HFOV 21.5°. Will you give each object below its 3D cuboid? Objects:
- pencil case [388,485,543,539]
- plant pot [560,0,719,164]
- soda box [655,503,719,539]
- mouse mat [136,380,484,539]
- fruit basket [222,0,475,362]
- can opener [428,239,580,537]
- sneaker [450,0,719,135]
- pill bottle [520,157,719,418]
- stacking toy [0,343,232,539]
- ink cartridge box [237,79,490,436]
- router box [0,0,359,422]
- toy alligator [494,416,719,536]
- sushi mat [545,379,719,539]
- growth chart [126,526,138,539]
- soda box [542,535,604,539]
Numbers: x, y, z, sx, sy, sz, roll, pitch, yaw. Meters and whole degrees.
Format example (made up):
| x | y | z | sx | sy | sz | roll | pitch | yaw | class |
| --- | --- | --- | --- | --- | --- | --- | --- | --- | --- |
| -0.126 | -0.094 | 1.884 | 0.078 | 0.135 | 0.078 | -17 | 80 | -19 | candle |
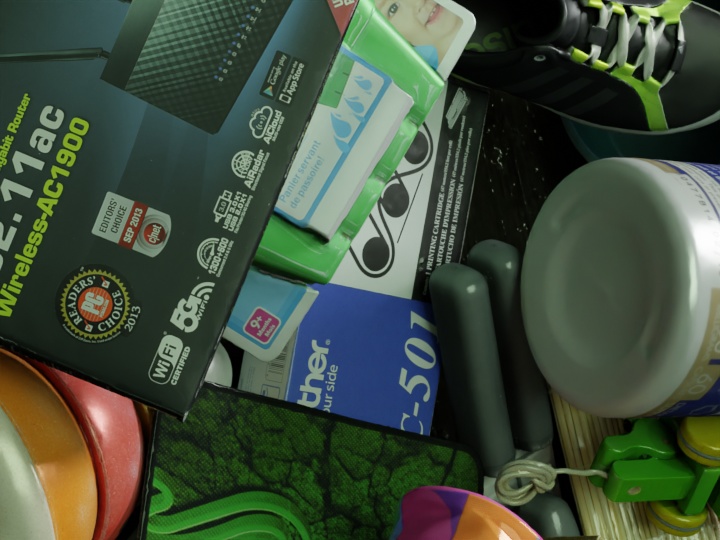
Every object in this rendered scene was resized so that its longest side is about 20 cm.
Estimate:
| x | y | z | sx | sy | sz | roll | pitch | yaw | class |
| --- | --- | --- | --- | --- | --- | --- | --- | --- | --- |
| 0.013 | 0.188 | 0.787 | 0.088 | 0.088 | 0.200 | 42 | 58 | -16 | pencil case |
| 0.241 | -0.108 | 1.042 | 0.188 | 0.200 | 0.201 | 23 | 69 | -40 | plant pot |
| 0.175 | 0.074 | 1.026 | 0.063 | 0.070 | 0.201 | 13 | 74 | -24 | soda box |
| -0.020 | 0.143 | 0.858 | 0.199 | 0.008 | 0.162 | 16 | 73 | -37 | mouse mat |
| -0.072 | -0.086 | 0.823 | 0.200 | 0.094 | 0.186 | 33 | 85 | -18 | fruit basket |
| 0.081 | 0.082 | 0.947 | 0.053 | 0.066 | 0.201 | -30 | 119 | -32 | can opener |
| 0.098 | -0.107 | 0.908 | 0.199 | 0.083 | 0.072 | 9 | 95 | -6 | sneaker |
| 0.188 | 0.010 | 0.913 | 0.199 | 0.120 | 0.120 | 1 | 79 | -34 | pill bottle |
| -0.127 | 0.070 | 0.839 | 0.200 | 0.146 | 0.147 | -26 | 93 | -46 | stacking toy |
| 0.000 | 0.000 | 0.926 | 0.094 | 0.044 | 0.201 | 11 | 88 | -37 | ink cartridge box |
| -0.100 | -0.060 | 0.757 | 0.149 | 0.062 | 0.201 | 22 | 86 | -2 | router box |
| 0.153 | 0.092 | 0.934 | 0.199 | 0.059 | 0.054 | 5 | 36 | -18 | toy alligator |
| 0.150 | 0.095 | 0.966 | 0.095 | 0.012 | 0.201 | -10 | 81 | -20 | sushi mat |
| -0.081 | 0.184 | 0.891 | 0.145 | 0.018 | 0.200 | 49 | 61 | -13 | growth chart |
| 0.065 | 0.218 | 0.839 | 0.068 | 0.064 | 0.200 | 46 | 57 | -26 | soda box |
